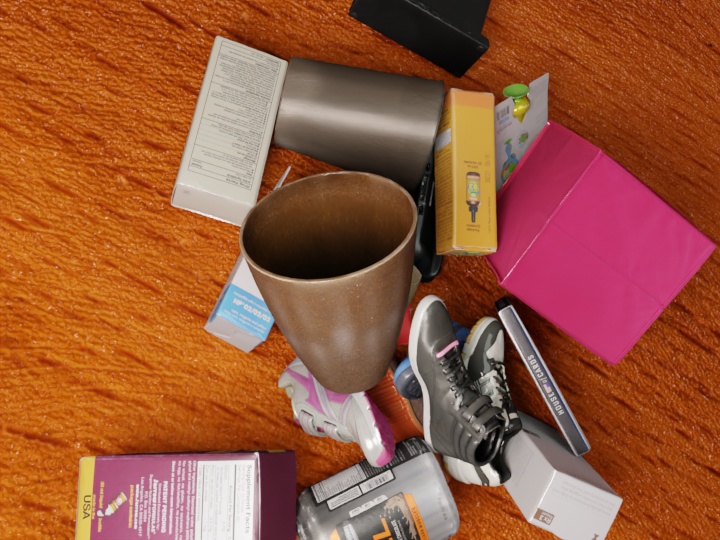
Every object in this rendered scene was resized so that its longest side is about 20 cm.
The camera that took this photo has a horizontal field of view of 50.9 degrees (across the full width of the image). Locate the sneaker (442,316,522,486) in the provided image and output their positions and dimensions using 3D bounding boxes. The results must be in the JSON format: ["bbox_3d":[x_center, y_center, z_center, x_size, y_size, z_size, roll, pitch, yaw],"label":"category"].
[{"bbox_3d":[0.165,0.162,0.929,0.075,0.086,0.206,10,88,-50],"label":"sneaker"}]

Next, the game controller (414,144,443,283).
[{"bbox_3d":[0.095,-0.090,1.029,0.104,0.041,0.206,38,58,-56],"label":"game controller"}]

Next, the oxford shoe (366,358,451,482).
[{"bbox_3d":[0.066,0.177,0.979,0.072,0.071,0.203,-34,97,-40],"label":"oxford shoe"}]

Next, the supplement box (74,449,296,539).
[{"bbox_3d":[-0.177,0.243,0.791,0.194,0.131,0.106,-4,77,11],"label":"supplement box"}]

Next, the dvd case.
[{"bbox_3d":[0.236,0.133,1.003,0.024,0.150,0.204,-28,88,8],"label":"dvd case"}]

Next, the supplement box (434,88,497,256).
[{"bbox_3d":[0.133,-0.123,0.973,0.065,0.069,0.206,3,81,-19],"label":"supplement box"}]

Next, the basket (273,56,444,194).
[{"bbox_3d":[-0.007,-0.197,0.987,0.194,0.181,0.140,13,70,-6],"label":"basket"}]

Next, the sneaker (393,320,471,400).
[{"bbox_3d":[0.086,0.105,0.960,0.079,0.066,0.198,49,29,19],"label":"sneaker"}]

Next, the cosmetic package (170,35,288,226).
[{"bbox_3d":[-0.166,-0.174,0.957,0.101,0.087,0.205,17,71,-16],"label":"cosmetic package"}]

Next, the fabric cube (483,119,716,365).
[{"bbox_3d":[0.287,-0.041,0.984,0.197,0.197,0.202,32,106,-16],"label":"fabric cube"}]

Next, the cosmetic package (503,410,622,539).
[{"bbox_3d":[0.228,0.249,0.937,0.100,0.200,0.076,25,96,-13],"label":"cosmetic package"}]

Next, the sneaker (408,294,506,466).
[{"bbox_3d":[0.113,0.127,0.843,0.070,0.098,0.205,-25,115,-35],"label":"sneaker"}]

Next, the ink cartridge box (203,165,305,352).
[{"bbox_3d":[-0.112,-0.012,0.923,0.067,0.115,0.204,28,70,-12],"label":"ink cartridge box"}]

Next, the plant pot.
[{"bbox_3d":[-0.022,0.031,0.823,0.184,0.186,0.204,-27,131,-23],"label":"plant pot"}]

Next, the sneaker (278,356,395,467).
[{"bbox_3d":[-0.031,0.168,0.902,0.088,0.200,0.082,-40,134,-5],"label":"sneaker"}]

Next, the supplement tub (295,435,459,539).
[{"bbox_3d":[0.007,0.289,0.882,0.196,0.123,0.125,-24,85,-9],"label":"supplement tub"}]

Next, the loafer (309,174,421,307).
[{"bbox_3d":[0.003,-0.038,0.924,0.067,0.076,0.202,-38,100,-22],"label":"loafer"}]

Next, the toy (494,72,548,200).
[{"bbox_3d":[0.216,-0.169,1.073,0.114,0.203,0.047,-34,48,-24],"label":"toy"}]

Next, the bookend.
[{"bbox_3d":[0.108,-0.431,1.113,0.195,0.092,0.205,23,69,-15],"label":"bookend"}]

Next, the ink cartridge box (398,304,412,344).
[{"bbox_3d":[0.000,0.000,0.987,0.113,0.067,0.206,0,78,-19],"label":"ink cartridge box"}]
